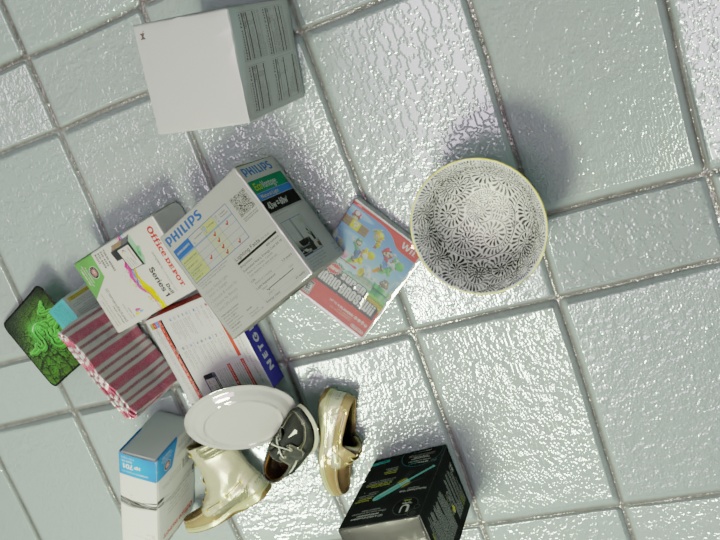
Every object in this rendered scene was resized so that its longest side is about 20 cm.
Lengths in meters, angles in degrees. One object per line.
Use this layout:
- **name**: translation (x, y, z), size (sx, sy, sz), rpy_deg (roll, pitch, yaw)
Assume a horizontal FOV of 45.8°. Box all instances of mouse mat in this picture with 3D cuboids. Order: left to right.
- **mouse mat**: translation (-0.595, 0.128, 1.614), size (0.199, 0.008, 0.161), rpy_deg (-35, 96, 41)

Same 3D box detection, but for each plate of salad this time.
- **plate of salad**: translation (-0.208, 0.251, 1.486), size (0.197, 0.048, 0.201), rpy_deg (-8, 138, -7)

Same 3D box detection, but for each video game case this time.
- **video game case**: translation (0.000, 0.000, 1.377), size (0.142, 0.017, 0.201), rpy_deg (37, 117, 3)

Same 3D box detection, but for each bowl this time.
- **bowl**: translation (0.179, -0.075, 1.243), size (0.198, 0.094, 0.203), rpy_deg (7, 112, 17)

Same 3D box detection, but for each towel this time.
- **towel**: translation (-0.422, 0.151, 1.510), size (0.030, 0.146, 0.201), rpy_deg (-35, 96, 34)

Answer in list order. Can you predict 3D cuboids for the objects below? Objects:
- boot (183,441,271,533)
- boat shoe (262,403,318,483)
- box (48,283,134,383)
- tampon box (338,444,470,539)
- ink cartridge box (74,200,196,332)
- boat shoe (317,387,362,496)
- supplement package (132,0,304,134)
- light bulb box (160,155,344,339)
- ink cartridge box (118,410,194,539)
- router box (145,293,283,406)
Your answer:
- **boot**: translation (-0.283, 0.394, 1.599), size (0.199, 0.072, 0.156), rpy_deg (-31, 99, 20)
- **boat shoe**: translation (-0.124, 0.305, 1.477), size (0.072, 0.067, 0.201), rpy_deg (47, 140, 20)
- **box**: translation (-0.468, 0.124, 1.553), size (0.049, 0.082, 0.201), rpy_deg (-35, 96, 29)
- **tampon box**: translation (0.078, 0.408, 1.407), size (0.148, 0.200, 0.128), rpy_deg (-18, 104, 25)
- **ink cartridge box**: translation (-0.367, -0.005, 1.465), size (0.199, 0.084, 0.146), rpy_deg (-27, 100, 25)
- **boat shoe**: translation (-0.032, 0.304, 1.476), size (0.066, 0.074, 0.203), rpy_deg (4, 112, 23)
- **supplement package**: translation (-0.196, -0.297, 1.226), size (0.150, 0.200, 0.153), rpy_deg (-3, 109, 20)
- **light bulb box**: translation (-0.172, -0.039, 1.353), size (0.198, 0.125, 0.201), rpy_deg (-37, 89, 27)
- **ink cartridge box**: translation (-0.376, 0.390, 1.588), size (0.085, 0.147, 0.203), rpy_deg (12, 114, 13)
- **router box**: translation (-0.257, 0.139, 1.503), size (0.178, 0.049, 0.202), rpy_deg (-21, 103, 25)
